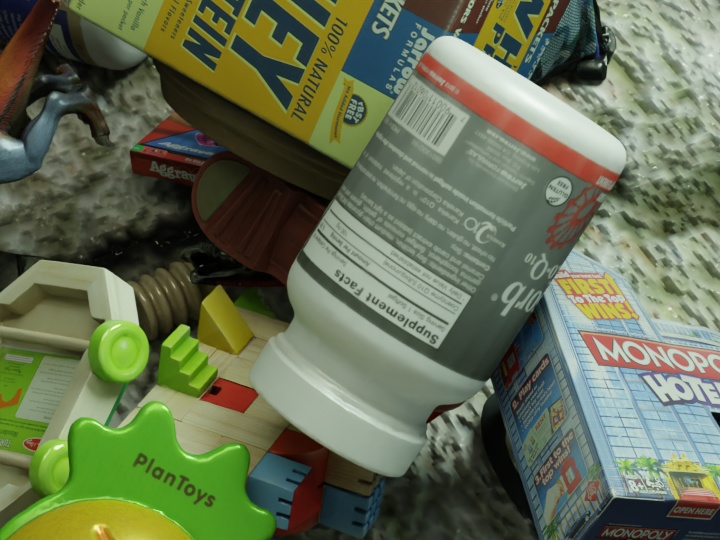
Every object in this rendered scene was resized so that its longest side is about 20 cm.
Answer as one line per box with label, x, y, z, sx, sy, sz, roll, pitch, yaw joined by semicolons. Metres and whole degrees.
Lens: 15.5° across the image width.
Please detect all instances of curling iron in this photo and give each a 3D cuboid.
curling iron;-0.005;0.001;1.517;0.200;0.050;0.026;4;82;-16

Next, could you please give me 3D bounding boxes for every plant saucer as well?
plant saucer;-0.030;-0.078;1.483;0.200;0.029;0.200;25;13;-6

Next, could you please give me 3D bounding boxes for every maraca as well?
maraca;-0.125;0.164;1.304;0.137;0.107;0.200;28;87;-10

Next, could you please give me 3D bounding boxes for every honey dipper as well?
honey dipper;-0.045;-0.014;1.558;0.200;0.038;0.038;-25;48;-22

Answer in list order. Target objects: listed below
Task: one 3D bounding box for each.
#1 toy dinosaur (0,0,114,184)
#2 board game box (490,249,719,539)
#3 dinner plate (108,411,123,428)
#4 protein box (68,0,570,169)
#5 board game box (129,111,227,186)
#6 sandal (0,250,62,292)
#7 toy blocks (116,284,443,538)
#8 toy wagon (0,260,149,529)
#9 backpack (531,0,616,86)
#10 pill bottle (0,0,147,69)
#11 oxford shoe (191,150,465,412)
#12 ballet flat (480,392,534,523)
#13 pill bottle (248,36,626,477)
toy dinosaur;-0.236;-0.065;1.464;0.181;0.200;0.105;-22;40;-11
board game box;0.146;0.067;1.360;0.200;0.062;0.200;7;41;-37
dinner plate;-0.218;0.121;1.447;0.200;0.024;0.200;-3;44;3
protein box;-0.013;-0.157;1.455;0.200;0.135;0.199;30;14;16
board game box;-0.029;-0.071;1.598;0.200;0.019;0.103;14;36;26
sandal;-0.235;0.015;1.536;0.201;0.057;0.080;24;61;5
toy blocks;-0.040;0.091;1.405;0.137;0.100;0.200;18;30;15
toy wagon;-0.190;0.088;1.391;0.155;0.040;0.200;6;67;50
backpack;0.053;-0.211;1.627;0.147;0.200;0.183;-31;51;-24
pill bottle;-0.225;-0.206;1.711;0.200;0.116;0.116;15;48;21
oxford shoe;0.000;0.000;1.435;0.200;0.070;0.075;44;23;22
ballet flat;0.117;0.113;1.388;0.073;0.073;0.200;-15;45;-9
pill bottle;0.035;-0.006;1.317;0.116;0.116;0.200;38;100;35
